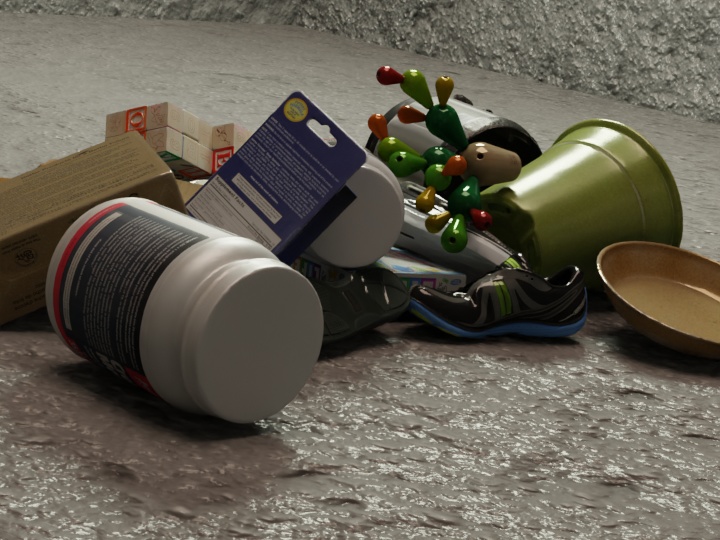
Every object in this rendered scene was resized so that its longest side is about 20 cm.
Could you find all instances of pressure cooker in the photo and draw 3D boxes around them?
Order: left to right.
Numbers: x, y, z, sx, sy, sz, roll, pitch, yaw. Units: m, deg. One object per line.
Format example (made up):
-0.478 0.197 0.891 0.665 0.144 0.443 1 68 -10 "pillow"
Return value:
0.101 -0.117 2.023 0.176 0.179 0.200 9 11 -36 "pressure cooker"

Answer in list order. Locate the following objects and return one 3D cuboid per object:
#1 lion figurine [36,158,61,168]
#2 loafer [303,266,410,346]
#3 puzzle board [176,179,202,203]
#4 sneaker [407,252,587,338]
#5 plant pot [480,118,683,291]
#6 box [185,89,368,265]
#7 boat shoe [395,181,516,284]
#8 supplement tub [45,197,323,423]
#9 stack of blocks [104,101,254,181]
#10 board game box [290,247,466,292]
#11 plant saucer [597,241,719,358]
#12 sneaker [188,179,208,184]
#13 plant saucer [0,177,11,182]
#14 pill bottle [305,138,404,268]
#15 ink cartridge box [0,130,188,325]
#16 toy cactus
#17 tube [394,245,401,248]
-0.312 -0.072 1.826 0.122 0.073 0.200 6 15 4 "lion figurine"
-0.037 0.044 1.561 0.200 0.063 0.072 -8 61 -47 "loafer"
-0.179 -0.017 1.614 0.151 0.017 0.200 13 41 4 "puzzle board"
0.131 0.022 1.672 0.200 0.083 0.071 -1 14 -24 "sneaker"
0.210 -0.045 1.851 0.190 0.200 0.200 -21 30 -40 "plant pot"
-0.088 -0.058 1.554 0.121 0.200 0.032 45 2 35 "box"
0.097 -0.044 1.773 0.200 0.072 0.071 30 63 31 "boat shoe"
-0.139 0.030 1.341 0.140 0.140 0.200 -4 18 -43 "supplement tub"
-0.181 -0.126 1.932 0.115 0.059 0.200 -9 -20 29 "stack of blocks"
0.000 0.000 1.757 0.134 0.034 0.200 2 10 -27 "board game box"
0.329 0.036 1.734 0.200 0.035 0.200 14 27 -7 "plant saucer"
-0.132 -0.058 1.854 0.200 0.089 0.079 -22 -13 -37 "sneaker"
-0.372 -0.052 1.685 0.200 0.035 0.200 1 24 0 "plant saucer"
-0.018 -0.064 1.667 0.114 0.114 0.200 7 9 -7 "pill bottle"
-0.264 -0.041 1.532 0.200 0.075 0.165 -24 22 -10 "ink cartridge box"
0.097 -0.116 1.728 0.165 0.102 0.200 0 57 -40 "toy cactus"
-0.017 -0.041 1.938 0.058 0.052 0.200 60 23 16 "tube"
